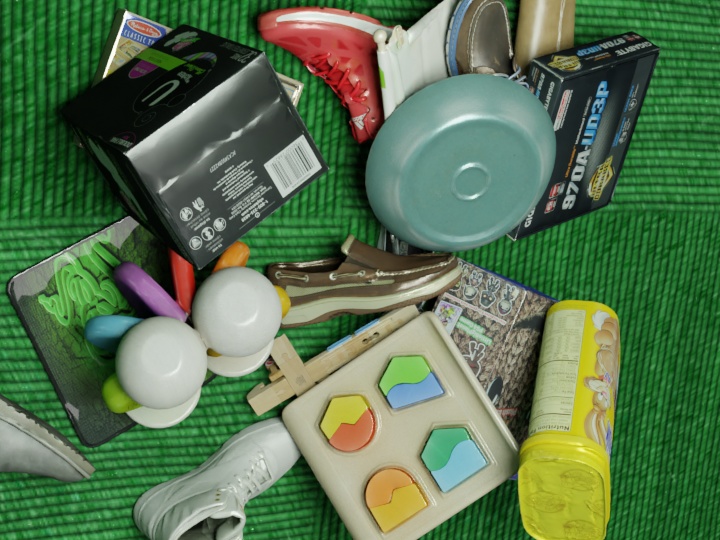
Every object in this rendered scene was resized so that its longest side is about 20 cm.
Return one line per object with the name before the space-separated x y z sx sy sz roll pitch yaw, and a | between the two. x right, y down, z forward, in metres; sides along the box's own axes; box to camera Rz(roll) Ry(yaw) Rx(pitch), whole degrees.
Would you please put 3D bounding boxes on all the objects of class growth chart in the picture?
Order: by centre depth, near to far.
growth chart | 0.076 -0.205 1.354 0.200 0.018 0.146 -41 138 -42

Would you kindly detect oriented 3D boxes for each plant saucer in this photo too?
plant saucer | 0.104 -0.094 1.337 0.197 0.036 0.202 -8 125 -11

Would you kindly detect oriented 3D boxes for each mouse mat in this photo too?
mouse mat | -0.237 0.059 1.333 0.160 0.008 0.202 -29 115 -18

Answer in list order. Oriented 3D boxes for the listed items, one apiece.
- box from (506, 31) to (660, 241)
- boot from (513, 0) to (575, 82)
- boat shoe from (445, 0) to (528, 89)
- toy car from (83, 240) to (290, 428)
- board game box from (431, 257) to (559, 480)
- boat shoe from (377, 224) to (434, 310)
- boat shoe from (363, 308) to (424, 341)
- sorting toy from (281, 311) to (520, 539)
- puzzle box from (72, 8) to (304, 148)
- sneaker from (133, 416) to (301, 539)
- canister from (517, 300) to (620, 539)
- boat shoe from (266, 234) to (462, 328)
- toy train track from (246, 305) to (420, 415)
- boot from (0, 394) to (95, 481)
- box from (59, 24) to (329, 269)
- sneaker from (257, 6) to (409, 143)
box | 0.225 -0.143 1.439 0.158 0.046 0.202 -20 136 -36
boot | 0.174 -0.254 1.411 0.174 0.066 0.203 -7 109 -41
boat shoe | 0.134 -0.183 1.359 0.072 0.072 0.202 -25 130 -25
toy car | -0.172 0.046 1.286 0.199 0.175 0.151 -34 83 -15
board game box | 0.135 0.109 1.463 0.159 0.096 0.202 18 97 -55
boat shoe | 0.054 -0.057 1.417 0.073 0.068 0.202 3 103 -29
boat shoe | 0.018 0.128 1.458 0.074 0.060 0.201 36 86 -30
sorting toy | 0.039 0.169 1.373 0.199 0.036 0.186 -35 80 11
puzzle box | -0.161 -0.152 1.300 0.198 0.025 0.135 17 95 -31
sneaker | -0.123 0.228 1.381 0.199 0.115 0.074 -31 115 -19
canister | 0.213 0.149 1.361 0.150 0.085 0.202 78 21 -46
boat shoe | -0.001 0.002 1.367 0.199 0.075 0.076 -13 104 6
toy train track | -0.030 0.085 1.418 0.198 0.033 0.115 -30 121 1
boot | -0.371 0.215 1.270 0.181 0.072 0.202 35 81 -18
box | -0.148 -0.114 1.186 0.148 0.200 0.125 -38 120 -13
sneaker | -0.012 -0.187 1.330 0.197 0.078 0.118 5 91 -28
